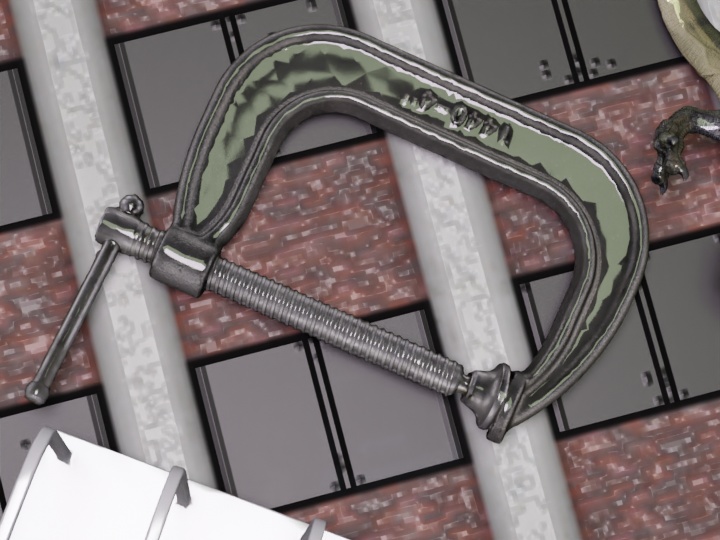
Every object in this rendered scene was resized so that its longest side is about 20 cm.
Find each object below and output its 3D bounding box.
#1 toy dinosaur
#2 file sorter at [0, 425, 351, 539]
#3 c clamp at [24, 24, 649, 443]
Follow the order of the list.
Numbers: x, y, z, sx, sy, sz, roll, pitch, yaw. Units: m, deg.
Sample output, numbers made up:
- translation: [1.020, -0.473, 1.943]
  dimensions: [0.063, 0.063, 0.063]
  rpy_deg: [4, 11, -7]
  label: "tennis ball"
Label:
- translation: [0.152, -0.041, 0.828]
  dimensions: [0.088, 0.047, 0.200]
  rpy_deg: [-40, 82, -27]
  label: "toy dinosaur"
- translation: [-0.038, 0.146, 0.745]
  dimensions: [0.199, 0.125, 0.140]
  rpy_deg: [20, 79, 0]
  label: "file sorter"
- translation: [0.000, 0.000, 0.825]
  dimensions: [0.199, 0.027, 0.172]
  rpy_deg: [18, 75, 1]
  label: "c clamp"
